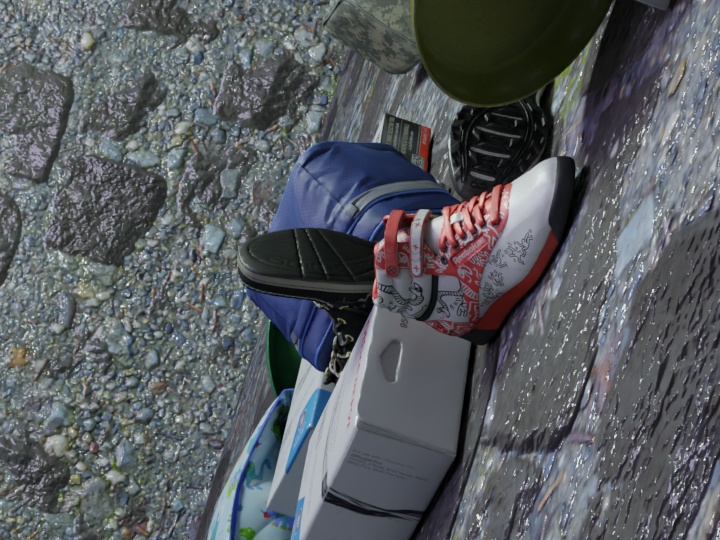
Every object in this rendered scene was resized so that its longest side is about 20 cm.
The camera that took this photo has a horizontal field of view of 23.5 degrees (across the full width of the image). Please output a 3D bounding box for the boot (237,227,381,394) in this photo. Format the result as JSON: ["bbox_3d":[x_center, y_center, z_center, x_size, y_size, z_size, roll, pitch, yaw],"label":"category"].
[{"bbox_3d":[-0.015,0.047,1.429,0.074,0.203,0.154,-113,33,-48],"label":"boot"}]

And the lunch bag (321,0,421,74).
[{"bbox_3d":[0.054,-0.353,2.169,0.168,0.139,0.200,-56,5,-8],"label":"lunch bag"}]

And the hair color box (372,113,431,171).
[{"bbox_3d":[0.018,-0.066,1.965,0.102,0.061,0.200,-81,10,-53],"label":"hair color box"}]

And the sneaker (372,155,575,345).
[{"bbox_3d":[0.072,-0.022,1.232,0.202,0.108,0.067,118,168,-53],"label":"sneaker"}]

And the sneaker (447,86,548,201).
[{"bbox_3d":[0.109,-0.105,1.367,0.200,0.074,0.080,-71,-6,-53],"label":"sneaker"}]

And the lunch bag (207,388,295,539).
[{"bbox_3d":[-0.089,0.244,1.745,0.170,0.127,0.201,116,160,-50],"label":"lunch bag"}]

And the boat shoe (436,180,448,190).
[{"bbox_3d":[0.029,-0.010,1.748,0.069,0.056,0.200,-86,16,-63],"label":"boat shoe"}]

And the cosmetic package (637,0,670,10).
[{"bbox_3d":[0.190,-0.279,1.099,0.113,0.081,0.201,-88,17,-67],"label":"cosmetic package"}]

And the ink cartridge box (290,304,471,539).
[{"bbox_3d":[0.014,0.140,1.372,0.145,0.084,0.200,-80,9,-45],"label":"ink cartridge box"}]

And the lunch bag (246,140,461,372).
[{"bbox_3d":[0.000,0.000,1.530,0.132,0.136,0.200,43,123,36],"label":"lunch bag"}]

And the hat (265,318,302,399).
[{"bbox_3d":[0.008,0.079,1.858,0.200,0.175,0.166,56,-143,-48],"label":"hat"}]

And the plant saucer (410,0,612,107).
[{"bbox_3d":[0.105,-0.211,1.195,0.031,0.200,0.201,36,113,41],"label":"plant saucer"}]

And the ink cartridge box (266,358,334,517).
[{"bbox_3d":[-0.016,0.123,1.652,0.145,0.083,0.200,115,170,-47],"label":"ink cartridge box"}]
